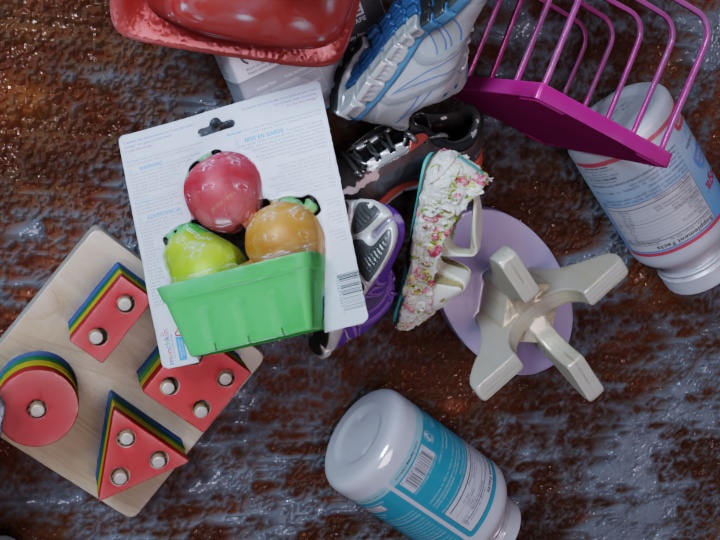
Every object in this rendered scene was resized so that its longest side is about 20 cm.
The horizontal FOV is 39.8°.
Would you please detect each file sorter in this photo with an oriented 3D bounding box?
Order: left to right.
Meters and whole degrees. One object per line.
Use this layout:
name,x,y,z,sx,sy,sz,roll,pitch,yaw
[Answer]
file sorter,0.181,-0.184,0.865,0.138,0.200,0.127,22,95,-23

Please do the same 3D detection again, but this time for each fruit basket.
fruit basket,-0.097,-0.035,0.821,0.183,0.094,0.202,-14,79,12

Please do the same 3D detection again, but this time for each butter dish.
butter dish,-0.068,-0.235,0.708,0.197,0.148,0.202,4,116,-22

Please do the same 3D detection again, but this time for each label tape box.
label tape box,-0.065,-0.233,0.837,0.142,0.066,0.202,-27,114,-10

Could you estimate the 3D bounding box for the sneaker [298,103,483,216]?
sneaker,0.022,-0.107,0.883,0.198,0.077,0.082,-21,149,-21

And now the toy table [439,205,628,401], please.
toy table,0.157,0.037,0.963,0.200,0.117,0.184,39,90,-25

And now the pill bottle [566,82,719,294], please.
pill bottle,0.295,-0.076,0.983,0.109,0.109,0.200,-40,114,-4

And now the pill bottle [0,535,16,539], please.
pill bottle,-0.370,0.326,0.864,0.199,0.111,0.111,-37,113,-5

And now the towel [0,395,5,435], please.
towel,-0.390,0.158,0.789,0.164,0.086,0.202,23,99,12

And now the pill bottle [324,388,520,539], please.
pill bottle,0.068,0.211,0.984,0.200,0.111,0.111,38,91,-24

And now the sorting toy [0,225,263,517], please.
sorting toy,-0.215,0.103,0.878,0.200,0.070,0.199,40,90,-24

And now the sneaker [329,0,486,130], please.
sneaker,0.062,-0.184,0.784,0.086,0.076,0.200,19,139,-30

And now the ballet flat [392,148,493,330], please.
ballet flat,0.072,-0.015,0.891,0.063,0.076,0.201,19,132,12

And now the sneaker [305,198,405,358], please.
sneaker,0.000,0.000,0.887,0.083,0.200,0.081,-19,67,-27
